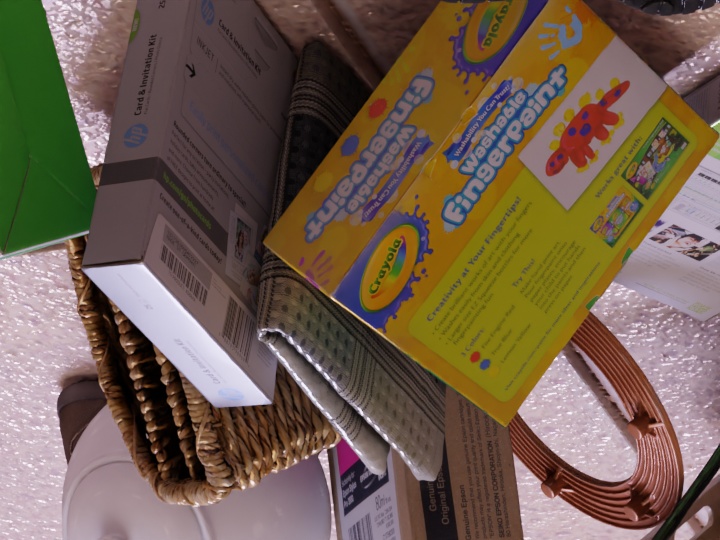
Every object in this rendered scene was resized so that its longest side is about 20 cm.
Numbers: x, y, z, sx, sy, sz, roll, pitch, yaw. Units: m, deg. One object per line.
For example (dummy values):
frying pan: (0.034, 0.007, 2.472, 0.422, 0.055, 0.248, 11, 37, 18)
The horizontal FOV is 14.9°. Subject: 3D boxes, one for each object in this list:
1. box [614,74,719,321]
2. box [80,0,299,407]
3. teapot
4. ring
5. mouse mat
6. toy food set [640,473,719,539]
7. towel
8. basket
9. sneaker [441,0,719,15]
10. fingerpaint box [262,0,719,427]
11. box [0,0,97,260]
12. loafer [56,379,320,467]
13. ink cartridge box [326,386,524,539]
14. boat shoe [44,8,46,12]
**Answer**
box: (0.210, -0.041, 1.607, 0.144, 0.037, 0.200, 22, 148, -26)
box: (-0.080, -0.051, 1.473, 0.041, 0.201, 0.156, -5, 149, 25)
teapot: (-0.125, 0.170, 1.797, 0.197, 0.200, 0.146, -41, 173, 32)
ring: (0.123, 0.084, 1.734, 0.200, 0.019, 0.201, 38, 151, 26)
mouse mat: (0.220, 0.134, 1.772, 0.008, 0.200, 0.161, 38, 150, 7)
toy food set: (0.301, 0.189, 1.845, 0.199, 0.143, 0.061, 15, 122, 35)
towel: (0.000, 0.000, 1.559, 0.034, 0.194, 0.200, -10, 146, 26)
basket: (-0.114, 0.032, 1.592, 0.142, 0.201, 0.149, -13, -175, 35)
sneaker: (0.108, -0.182, 1.345, 0.199, 0.088, 0.076, 1, 134, -25)
fingerpaint box: (0.071, -0.044, 1.467, 0.167, 0.200, 0.073, 36, 180, -43)
box: (-0.248, -0.091, 1.431, 0.176, 0.201, 0.097, -14, -177, 33)
loafer: (-0.117, 0.123, 1.924, 0.199, 0.071, 0.073, 0, 151, 10)
ink cartridge box: (0.034, 0.116, 1.737, 0.075, 0.166, 0.200, -4, 165, -14)
boat shoe: (-0.243, -0.102, 1.545, 0.060, 0.076, 0.200, 26, 146, -22)
